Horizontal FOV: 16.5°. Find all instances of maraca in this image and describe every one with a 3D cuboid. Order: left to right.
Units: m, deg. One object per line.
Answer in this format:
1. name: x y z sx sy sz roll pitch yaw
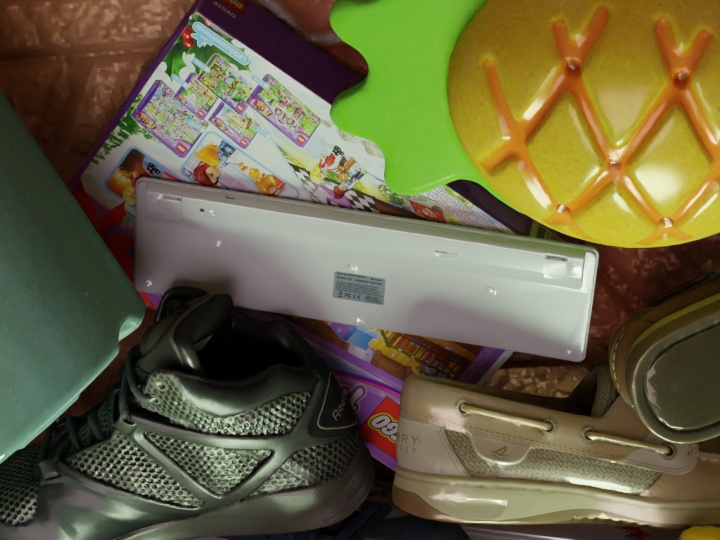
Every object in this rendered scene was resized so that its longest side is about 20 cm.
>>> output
1. maraca: 0.085 -0.072 0.985 0.199 0.107 0.138 7 123 9

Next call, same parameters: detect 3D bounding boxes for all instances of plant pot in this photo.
1. plant pot: -0.204 -0.011 1.018 0.200 0.200 0.196 -32 102 27

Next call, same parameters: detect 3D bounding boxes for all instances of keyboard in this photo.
1. keyboard: 0.000 0.000 1.059 0.199 0.011 0.057 9 127 8

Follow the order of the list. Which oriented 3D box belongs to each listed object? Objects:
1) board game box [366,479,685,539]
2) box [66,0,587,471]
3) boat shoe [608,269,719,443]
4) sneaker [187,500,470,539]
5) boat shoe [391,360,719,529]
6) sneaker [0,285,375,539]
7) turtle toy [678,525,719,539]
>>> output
1. board game box: 0.090 0.168 1.168 0.199 0.035 0.127 6 120 9
2. box: -0.021 -0.016 1.082 0.200 0.039 0.137 35 121 -9
3. boat shoe: 0.198 0.009 1.033 0.199 0.068 0.072 -14 107 -3
4. sneaker: -0.039 0.122 1.121 0.199 0.070 0.082 -19 103 45
5. boat shoe: 0.112 0.073 1.072 0.199 0.072 0.065 2 95 -12
6. sneaker: -0.102 0.066 1.079 0.198 0.076 0.115 -10 122 13
7. turtle toy: 0.165 0.197 1.078 0.199 0.101 0.147 24 81 -26
